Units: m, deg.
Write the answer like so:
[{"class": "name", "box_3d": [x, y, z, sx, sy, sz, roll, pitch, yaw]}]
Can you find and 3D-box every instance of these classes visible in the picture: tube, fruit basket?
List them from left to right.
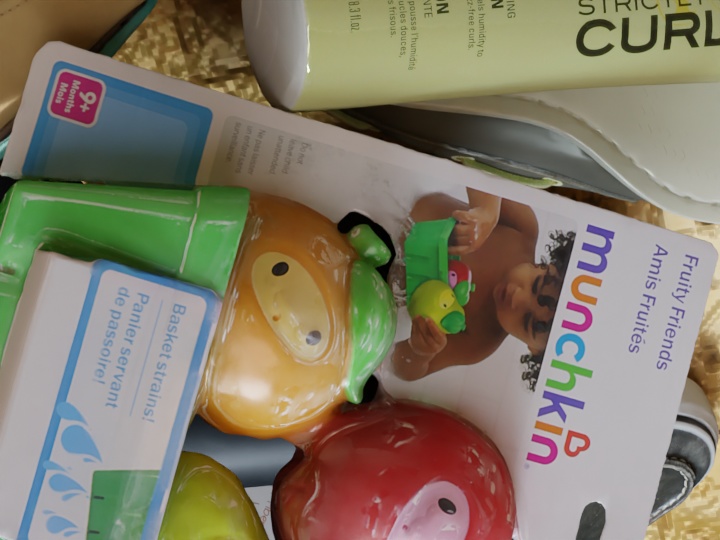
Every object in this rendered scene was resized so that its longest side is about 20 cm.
[{"class": "fruit basket", "box_3d": [-0.016, 0.053, 0.698, 0.198, 0.094, 0.187, 17, 84, -3]}, {"class": "tube", "box_3d": [0.066, -0.083, 0.751, 0.198, 0.052, 0.058, -8, 125, -22]}]

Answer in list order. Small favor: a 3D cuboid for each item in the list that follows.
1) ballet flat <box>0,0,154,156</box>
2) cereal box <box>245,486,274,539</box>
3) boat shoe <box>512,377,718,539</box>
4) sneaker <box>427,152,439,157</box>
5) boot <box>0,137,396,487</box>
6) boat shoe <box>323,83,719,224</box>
[{"class": "ballet flat", "box_3d": [-0.071, -0.105, 0.752, 0.200, 0.069, 0.063, -42, 110, -11]}, {"class": "cereal box", "box_3d": [-0.079, 0.103, 0.854, 0.199, 0.039, 0.145, 22, 93, 24]}, {"class": "boat shoe", "box_3d": [0.035, 0.102, 0.886, 0.199, 0.071, 0.072, -25, 135, 4]}, {"class": "sneaker", "box_3d": [0.000, 0.000, 0.860, 0.198, 0.074, 0.083, 9, 88, 8]}, {"class": "boot", "box_3d": [-0.066, -0.014, 0.804, 0.167, 0.201, 0.077, -13, 152, -4]}, {"class": "boat shoe", "box_3d": [0.061, -0.061, 0.807, 0.200, 0.060, 0.073, 15, 84, -20]}]
